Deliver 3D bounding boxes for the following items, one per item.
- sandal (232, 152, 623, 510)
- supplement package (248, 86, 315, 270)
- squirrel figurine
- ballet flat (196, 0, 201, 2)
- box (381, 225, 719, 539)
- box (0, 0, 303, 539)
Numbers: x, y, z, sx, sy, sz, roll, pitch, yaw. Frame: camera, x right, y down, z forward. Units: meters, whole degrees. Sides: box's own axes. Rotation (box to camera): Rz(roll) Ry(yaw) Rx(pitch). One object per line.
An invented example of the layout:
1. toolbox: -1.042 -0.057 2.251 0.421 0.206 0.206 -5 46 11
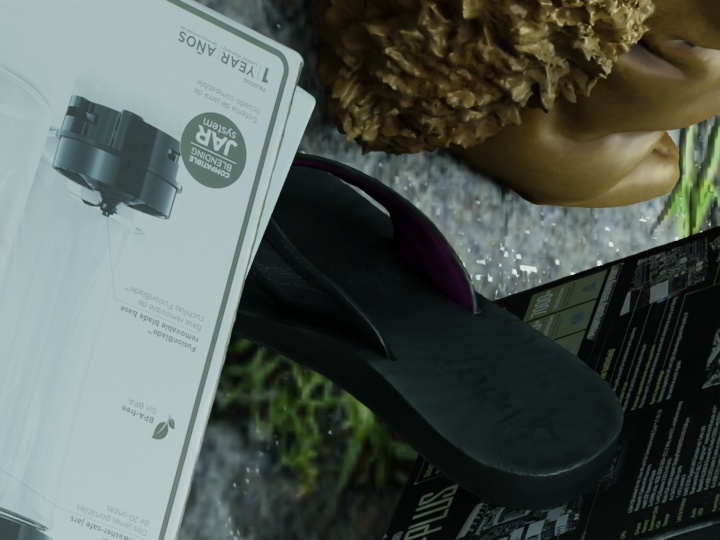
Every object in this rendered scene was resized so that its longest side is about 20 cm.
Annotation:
1. sandal: 0.001 0.000 0.890 0.075 0.200 0.048 -35 145 -38
2. supplement package: -0.151 -0.025 0.786 0.200 0.150 0.153 33 67 -30
3. squirrel figurine: 0.090 -0.095 0.963 0.199 0.186 0.143 -8 90 -38
4. ballet flat: -0.037 -0.133 0.938 0.062 0.068 0.200 33 59 9
5. box: 0.105 0.072 0.924 0.086 0.163 0.200 61 26 -20
6. box: -0.097 0.021 0.691 0.116 0.060 0.201 23 73 -34
